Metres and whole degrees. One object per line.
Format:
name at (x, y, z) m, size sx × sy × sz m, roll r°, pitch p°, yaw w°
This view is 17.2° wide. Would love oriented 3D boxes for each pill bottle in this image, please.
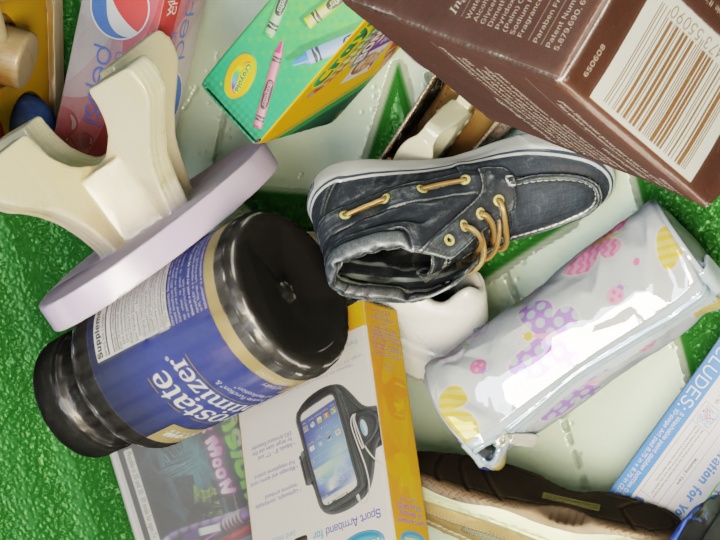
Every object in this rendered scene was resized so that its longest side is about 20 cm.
pill bottle at (-0.114, 0.048, 1.527) m, size 0.200 × 0.112 × 0.112 m, roll -27°, pitch 88°, yaw 34°

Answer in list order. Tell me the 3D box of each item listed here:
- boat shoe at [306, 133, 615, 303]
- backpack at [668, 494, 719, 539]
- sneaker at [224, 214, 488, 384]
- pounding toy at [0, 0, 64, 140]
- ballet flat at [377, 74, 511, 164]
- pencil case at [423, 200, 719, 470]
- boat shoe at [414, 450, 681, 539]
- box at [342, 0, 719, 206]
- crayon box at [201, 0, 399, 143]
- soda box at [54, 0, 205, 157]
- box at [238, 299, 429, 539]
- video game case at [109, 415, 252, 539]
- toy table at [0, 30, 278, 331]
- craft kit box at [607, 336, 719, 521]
boat shoe at (0.069, -0.027, 1.499) m, size 0.199 × 0.091 × 0.071 m, roll -7°, pitch 132°, yaw -3°
backpack at (0.228, 0.239, 1.434) m, size 0.162 × 0.168 × 0.200 m, roll 26°, pitch 77°, yaw 13°
sneaker at (0.000, 0.000, 1.573) m, size 0.199 × 0.075 × 0.087 m, roll 21°, pitch 132°, yaw 11°
pounding toy at (-0.273, -0.142, 1.616) m, size 0.142 × 0.184 × 0.201 m, roll 5°, pitch 102°, yaw 23°
ballet flat at (0.068, -0.106, 1.535) m, size 0.068 × 0.067 × 0.200 m, roll 38°, pitch 112°, yaw 14°
pencil case at (0.135, 0.042, 1.498) m, size 0.200 × 0.091 × 0.083 m, roll -37°, pitch 106°, yaw 8°
boat shoe at (0.103, 0.174, 1.519) m, size 0.199 × 0.072 × 0.076 m, roll 16°, pitch 110°, yaw 15°
box at (0.133, -0.166, 1.378) m, size 0.200 × 0.166 × 0.165 m, roll 28°, pitch 86°, yaw 46°
crayon box at (-0.001, -0.175, 1.524) m, size 0.058 × 0.119 × 0.200 m, roll 47°, pitch 115°, yaw 9°
soda box at (-0.154, -0.154, 1.624) m, size 0.063 × 0.070 × 0.201 m, roll 21°, pitch 108°, yaw 19°
box at (-0.019, 0.132, 1.519) m, size 0.119 × 0.041 × 0.201 m, roll -24°, pitch 65°, yaw 35°
video game case at (-0.068, 0.142, 1.585) m, size 0.181 × 0.023 × 0.201 m, roll -22°, pitch 66°, yaw 3°
toy table at (-0.156, -0.062, 1.527) m, size 0.184 × 0.200 × 0.117 m, roll -25°, pitch 104°, yaw 40°
craft kit box at (0.264, 0.163, 1.513) m, size 0.197 × 0.048 × 0.200 m, roll 40°, pitch 113°, yaw 15°
